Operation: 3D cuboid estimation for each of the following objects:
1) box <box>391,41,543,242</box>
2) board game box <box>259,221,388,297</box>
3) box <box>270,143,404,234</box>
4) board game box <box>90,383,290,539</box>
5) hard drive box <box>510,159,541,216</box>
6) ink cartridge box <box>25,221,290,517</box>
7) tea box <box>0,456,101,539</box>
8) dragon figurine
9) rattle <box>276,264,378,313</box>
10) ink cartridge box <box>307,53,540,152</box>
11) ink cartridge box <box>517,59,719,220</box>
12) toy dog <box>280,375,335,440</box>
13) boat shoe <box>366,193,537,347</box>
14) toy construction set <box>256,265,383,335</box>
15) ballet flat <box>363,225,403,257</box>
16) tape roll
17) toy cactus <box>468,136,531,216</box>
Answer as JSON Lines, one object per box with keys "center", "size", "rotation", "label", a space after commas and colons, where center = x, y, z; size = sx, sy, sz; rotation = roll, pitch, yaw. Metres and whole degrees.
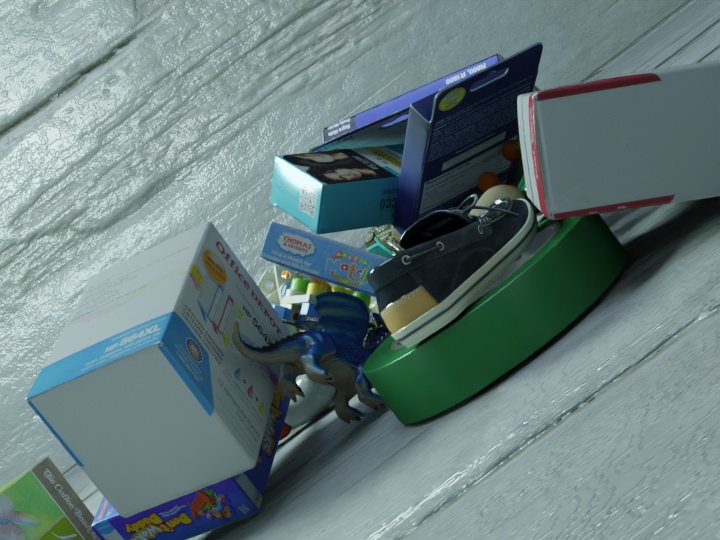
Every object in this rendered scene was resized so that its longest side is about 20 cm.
{"center": [0.091, -0.113, 1.083], "size": [0.121, 0.032, 0.200], "rotation": [-28, -29, -25], "label": "box"}
{"center": [0.000, 0.000, 1.103], "size": [0.200, 0.151, 0.037], "rotation": [4, -76, -86], "label": "board game box"}
{"center": [0.021, -0.082, 1.169], "size": [0.200, 0.049, 0.082], "rotation": [-9, 29, -36], "label": "box"}
{"center": [-0.131, 0.139, 1.035], "size": [0.134, 0.045, 0.200], "rotation": [-23, 26, 22], "label": "board game box"}
{"center": [0.173, -0.111, 1.260], "size": [0.156, 0.077, 0.200], "rotation": [-12, -10, -31], "label": "hard drive box"}
{"center": [-0.149, 0.066, 0.978], "size": [0.125, 0.129, 0.200], "rotation": [-23, 27, 20], "label": "ink cartridge box"}
{"center": [-0.330, 0.285, 1.021], "size": [0.200, 0.134, 0.197], "rotation": [-34, 6, 37], "label": "tea box"}
{"center": [-0.026, 0.056, 0.984], "size": [0.059, 0.200, 0.100], "rotation": [-36, 41, 43], "label": "dragon figurine"}
{"center": [0.015, -0.001, 1.367], "size": [0.130, 0.143, 0.200], "rotation": [-17, -14, -33], "label": "rattle"}
{"center": [0.068, -0.152, 1.235], "size": [0.199, 0.041, 0.200], "rotation": [-21, -14, 20], "label": "ink cartridge box"}
{"center": [0.185, -0.092, 0.843], "size": [0.146, 0.083, 0.200], "rotation": [-9, 7, 5], "label": "ink cartridge box"}
{"center": [-0.128, 0.143, 1.179], "size": [0.200, 0.096, 0.132], "rotation": [-38, 4, -17], "label": "toy dog"}
{"center": [0.066, -0.016, 0.855], "size": [0.075, 0.062, 0.200], "rotation": [-37, 1, 37], "label": "boat shoe"}
{"center": [-0.044, 0.052, 1.210], "size": [0.200, 0.131, 0.092], "rotation": [-149, 74, -76], "label": "toy construction set"}
{"center": [0.045, -0.044, 1.259], "size": [0.200, 0.068, 0.075], "rotation": [-161, 93, -81], "label": "ballet flat"}
{"center": [0.094, 0.029, 0.879], "size": [0.200, 0.048, 0.200], "rotation": [-37, 4, 3], "label": "tape roll"}
{"center": [0.143, -0.059, 1.021], "size": [0.165, 0.102, 0.200], "rotation": [-41, 12, -31], "label": "toy cactus"}
